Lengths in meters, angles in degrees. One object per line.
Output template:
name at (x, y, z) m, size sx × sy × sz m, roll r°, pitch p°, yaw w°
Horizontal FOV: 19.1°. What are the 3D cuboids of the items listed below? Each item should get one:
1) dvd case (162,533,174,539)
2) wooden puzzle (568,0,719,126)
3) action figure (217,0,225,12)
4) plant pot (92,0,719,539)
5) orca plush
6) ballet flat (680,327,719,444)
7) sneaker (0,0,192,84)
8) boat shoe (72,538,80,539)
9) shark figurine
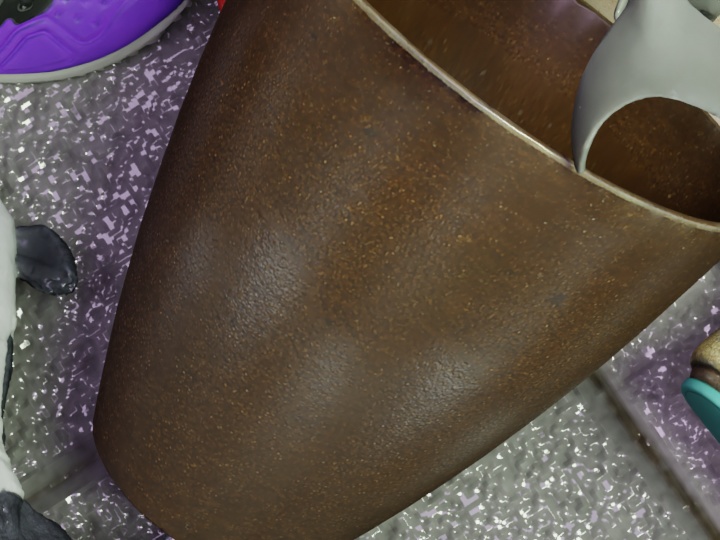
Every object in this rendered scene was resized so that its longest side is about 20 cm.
dvd case at (0.001, 0.189, 0.769) m, size 0.200 × 0.022 × 0.146 m, roll 18°, pitch 86°, yaw 6°
wooden puzzle at (0.193, -0.097, 0.770) m, size 0.200 × 0.046 × 0.185 m, roll -32°, pitch 81°, yaw 6°
action figure at (-0.064, -0.183, 0.737) m, size 0.065 × 0.099 × 0.200 m, roll -18°, pitch 82°, yaw -38°
plant pot at (0.000, 0.000, 0.719) m, size 0.187 × 0.187 × 0.200 m, roll 40°, pitch 112°, yaw 8°
orca plush at (-0.149, 0.034, 0.766) m, size 0.105 × 0.071 × 0.200 m, roll -16°, pitch 56°, yaw -31°
ballet flat at (0.182, 0.093, 0.705) m, size 0.071 × 0.071 × 0.200 m, roll -34°, pitch 100°, yaw 1°
sneaker at (-0.157, -0.104, 0.775) m, size 0.200 × 0.100 × 0.070 m, roll -11°, pitch 85°, yaw 5°
boat shoe at (-0.042, 0.136, 0.738) m, size 0.200 × 0.060 × 0.072 m, roll 14°, pitch 85°, yaw 8°
shark figurine at (0.117, -0.111, 0.634) m, size 0.089 × 0.214 × 0.128 m, roll 3°, pitch 110°, yaw 12°
